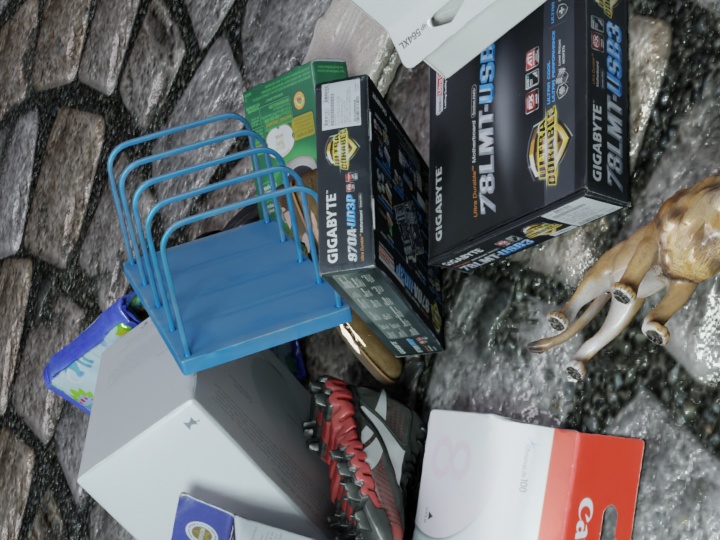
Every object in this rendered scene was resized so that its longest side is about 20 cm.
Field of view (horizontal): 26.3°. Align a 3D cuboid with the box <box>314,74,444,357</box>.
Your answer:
[{"bbox_3d":[0.018,-0.038,1.215,0.046,0.200,0.160,-8,67,16],"label":"box"}]

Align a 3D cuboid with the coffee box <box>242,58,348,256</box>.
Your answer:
[{"bbox_3d":[-0.049,-0.081,1.417,0.123,0.044,0.201,-16,81,52],"label":"coffee box"}]

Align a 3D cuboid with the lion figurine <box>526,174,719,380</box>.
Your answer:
[{"bbox_3d":[0.191,-0.002,1.026,0.123,0.072,0.200,-52,14,-26],"label":"lion figurine"}]

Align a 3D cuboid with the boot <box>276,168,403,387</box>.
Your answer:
[{"bbox_3d":[0.000,0.000,1.312,0.075,0.074,0.201,-26,77,9],"label":"boot"}]

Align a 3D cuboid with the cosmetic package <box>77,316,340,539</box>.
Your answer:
[{"bbox_3d":[-0.115,0.151,1.262,0.123,0.200,0.200,-36,23,12],"label":"cosmetic package"}]

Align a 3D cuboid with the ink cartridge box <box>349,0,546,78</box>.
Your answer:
[{"bbox_3d":[0.075,-0.262,1.192,0.128,0.125,0.201,-36,26,41],"label":"ink cartridge box"}]

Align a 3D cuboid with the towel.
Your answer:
[{"bbox_3d":[-0.016,-0.181,1.461,0.133,0.034,0.201,48,120,54],"label":"towel"}]

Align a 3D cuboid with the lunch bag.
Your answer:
[{"bbox_3d":[-0.177,0.082,1.461,0.170,0.199,0.128,-38,49,44],"label":"lunch bag"}]

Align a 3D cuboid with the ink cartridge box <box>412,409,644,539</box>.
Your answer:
[{"bbox_3d":[0.110,0.188,1.112,0.200,0.057,0.164,-4,75,62],"label":"ink cartridge box"}]

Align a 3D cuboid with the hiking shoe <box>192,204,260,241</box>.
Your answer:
[{"bbox_3d":[-0.143,-0.014,1.560,0.200,0.075,0.101,-53,42,35],"label":"hiking shoe"}]

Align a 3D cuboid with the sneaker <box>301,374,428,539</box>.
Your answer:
[{"bbox_3d":[0.017,0.155,1.213,0.201,0.097,0.071,-109,27,-56],"label":"sneaker"}]

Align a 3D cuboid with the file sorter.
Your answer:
[{"bbox_3d":[-0.113,-0.030,1.228,0.200,0.138,0.123,-133,29,-59],"label":"file sorter"}]

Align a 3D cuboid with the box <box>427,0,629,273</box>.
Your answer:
[{"bbox_3d":[0.126,-0.118,1.200,0.198,0.049,0.201,-22,60,52],"label":"box"}]

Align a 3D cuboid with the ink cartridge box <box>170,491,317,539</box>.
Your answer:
[{"bbox_3d":[-0.061,0.273,1.170,0.041,0.199,0.200,-68,-6,-49],"label":"ink cartridge box"}]
